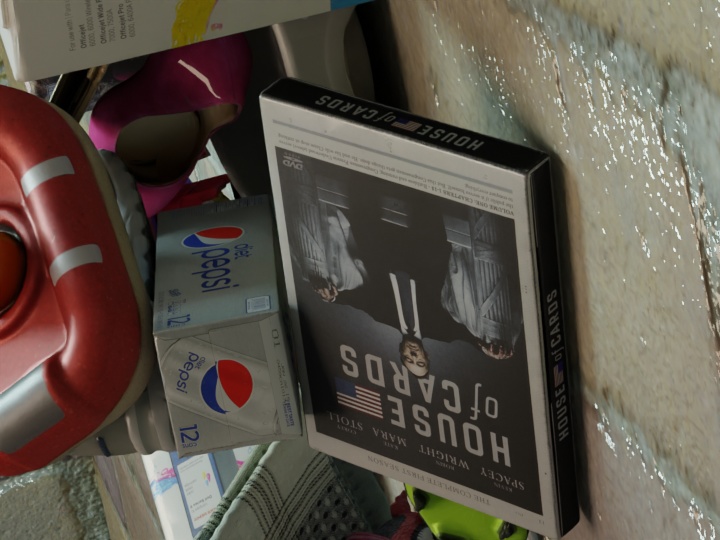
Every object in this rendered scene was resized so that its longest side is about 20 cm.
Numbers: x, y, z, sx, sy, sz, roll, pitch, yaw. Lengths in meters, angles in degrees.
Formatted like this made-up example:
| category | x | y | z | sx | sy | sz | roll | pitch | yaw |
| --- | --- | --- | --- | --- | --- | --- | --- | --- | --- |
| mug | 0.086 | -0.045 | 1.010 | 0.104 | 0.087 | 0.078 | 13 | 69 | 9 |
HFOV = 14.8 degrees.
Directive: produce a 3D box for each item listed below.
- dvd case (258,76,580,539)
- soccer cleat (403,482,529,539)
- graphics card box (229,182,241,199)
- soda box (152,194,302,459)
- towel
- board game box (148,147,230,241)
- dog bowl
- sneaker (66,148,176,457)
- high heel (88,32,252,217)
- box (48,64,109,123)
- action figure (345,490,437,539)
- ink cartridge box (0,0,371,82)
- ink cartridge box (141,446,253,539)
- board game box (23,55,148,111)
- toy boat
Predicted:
| category | x | y | z | sx | sy | sz | roll | pitch | yaw |
| --- | --- | --- | --- | --- | --- | --- | --- | --- | --- |
| dvd case | 0.028 | 0.018 | 1.264 | 0.150 | 0.025 | 0.200 | 18 | 130 | 34 |
| soccer cleat | 0.042 | 0.051 | 1.367 | 0.200 | 0.067 | 0.081 | 68 | -154 | -19 |
| graphics card box | -0.033 | -0.009 | 1.669 | 0.125 | 0.051 | 0.200 | 117 | 136 | -74 |
| soda box | -0.067 | 0.025 | 1.397 | 0.200 | 0.063 | 0.068 | -101 | 0 | -72 |
| towel | -0.032 | 0.194 | 1.578 | 0.034 | 0.200 | 0.193 | -1 | 132 | 37 |
| board game box | -0.088 | -0.011 | 1.675 | 0.200 | 0.039 | 0.158 | 56 | -160 | -53 |
| dog bowl | -0.042 | -0.114 | 1.485 | 0.200 | 0.059 | 0.201 | 163 | 90 | -71 |
| sneaker | -0.145 | 0.014 | 1.460 | 0.075 | 0.082 | 0.200 | 78 | 180 | -46 |
| high heel | -0.098 | -0.069 | 1.494 | 0.200 | 0.067 | 0.096 | 118 | 144 | -47 |
| box | -0.125 | -0.153 | 1.490 | 0.164 | 0.021 | 0.200 | -60 | 8 | 37 |
| action figure | -0.002 | 0.211 | 1.543 | 0.134 | 0.149 | 0.200 | 117 | 166 | -62 |
| ink cartridge box | -0.092 | -0.206 | 1.312 | 0.145 | 0.199 | 0.147 | 89 | 162 | -50 |
| ink cartridge box | -0.072 | 0.130 | 1.809 | 0.145 | 0.087 | 0.201 | 12 | -119 | -68 |
| board game box | -0.137 | -0.207 | 1.643 | 0.200 | 0.159 | 0.097 | 88 | 163 | -49 |
| toy boat | -0.194 | -0.003 | 1.368 | 0.131 | 0.130 | 0.200 | 18 | -136 | -51 |
